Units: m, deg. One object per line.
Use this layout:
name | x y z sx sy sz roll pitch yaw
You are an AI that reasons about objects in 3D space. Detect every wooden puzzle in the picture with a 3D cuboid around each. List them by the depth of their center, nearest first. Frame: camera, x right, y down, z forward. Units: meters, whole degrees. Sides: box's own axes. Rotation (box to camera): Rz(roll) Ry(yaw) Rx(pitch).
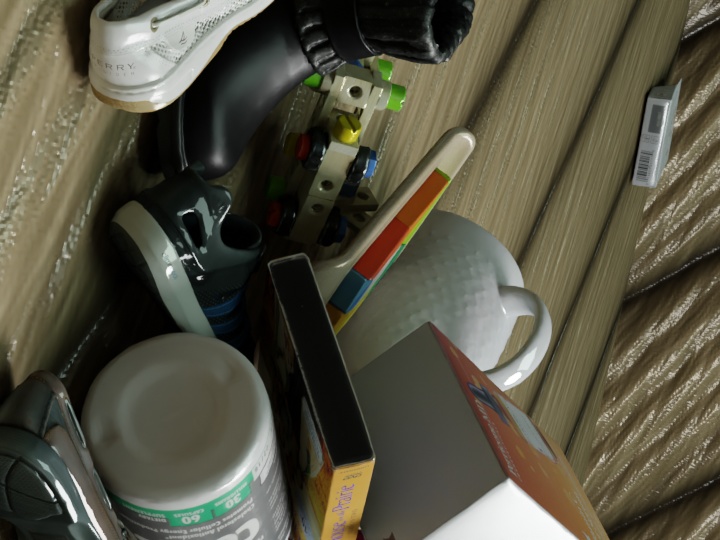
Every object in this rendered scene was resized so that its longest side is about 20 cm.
wooden puzzle | 0.000 0.000 1.194 0.200 0.037 0.185 -44 172 -40

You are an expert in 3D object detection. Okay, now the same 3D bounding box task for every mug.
mug | 0.064 0.058 1.348 0.176 0.199 0.148 -60 137 -42

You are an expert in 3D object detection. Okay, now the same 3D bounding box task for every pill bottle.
pill bottle | -0.101 0.134 1.008 0.200 0.112 0.114 82 27 -57

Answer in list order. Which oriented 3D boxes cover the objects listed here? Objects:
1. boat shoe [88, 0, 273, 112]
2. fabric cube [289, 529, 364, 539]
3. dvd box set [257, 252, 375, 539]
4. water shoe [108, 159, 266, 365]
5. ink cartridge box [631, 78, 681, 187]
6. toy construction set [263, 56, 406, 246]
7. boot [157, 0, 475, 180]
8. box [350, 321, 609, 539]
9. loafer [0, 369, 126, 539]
boat shoe | -0.088 -0.175 0.901 0.070 0.070 0.200 86 25 -48
fabric cube | -0.037 0.327 1.219 0.200 0.199 0.197 -57 153 -51
dvd box set | -0.034 0.103 1.040 0.200 0.029 0.147 101 -27 -59
water shoe | -0.086 0.009 1.001 0.079 0.072 0.200 -39 153 -8
ink cartridge box | 0.529 -0.250 2.877 0.200 0.057 0.164 -57 155 -67
toy construction set | -0.022 -0.094 1.164 0.132 0.092 0.201 -95 -170 -48
boot | -0.024 -0.134 0.986 0.080 0.157 0.212 67 40 -62
box | 0.080 0.159 1.108 0.200 0.106 0.153 43 15 -44
loafer | -0.161 0.138 0.910 0.201 0.071 0.063 81 22 -47
